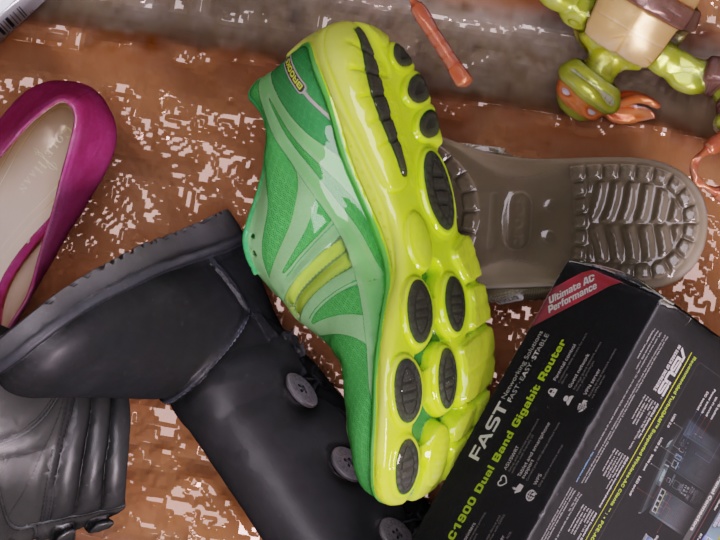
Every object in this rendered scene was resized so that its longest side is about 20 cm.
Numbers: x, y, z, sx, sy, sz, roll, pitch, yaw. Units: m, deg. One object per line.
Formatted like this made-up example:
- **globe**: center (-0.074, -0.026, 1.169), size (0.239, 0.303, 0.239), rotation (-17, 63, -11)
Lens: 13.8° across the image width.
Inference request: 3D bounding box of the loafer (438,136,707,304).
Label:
- **loafer**: center (0.054, -0.017, 1.278), size (0.200, 0.068, 0.076), rotation (8, 80, 18)

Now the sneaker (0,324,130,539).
- **sneaker**: center (-0.158, 0.118, 1.273), size (0.099, 0.071, 0.200), rotation (14, 109, -25)

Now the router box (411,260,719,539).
- **router box**: center (0.101, 0.116, 1.226), size (0.150, 0.062, 0.200), rotation (34, 84, -39)

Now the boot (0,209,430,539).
- **boot**: center (-0.050, 0.083, 1.236), size (0.066, 0.165, 0.200), rotation (-34, 87, 39)

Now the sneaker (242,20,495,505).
- **sneaker**: center (0.000, 0.000, 1.227), size (0.083, 0.074, 0.200), rotation (-19, 75, 38)

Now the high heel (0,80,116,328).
- **high heel**: center (-0.168, 0.007, 1.266), size (0.067, 0.096, 0.200), rotation (39, 88, 3)

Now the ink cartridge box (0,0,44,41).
- **ink cartridge box**: center (-0.191, -0.207, 1.307), size (0.196, 0.043, 0.200), rotation (-43, 88, -1)

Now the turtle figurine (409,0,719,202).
- **turtle figurine**: center (0.134, -0.119, 1.280), size (0.200, 0.064, 0.161), rotation (33, 101, 0)
